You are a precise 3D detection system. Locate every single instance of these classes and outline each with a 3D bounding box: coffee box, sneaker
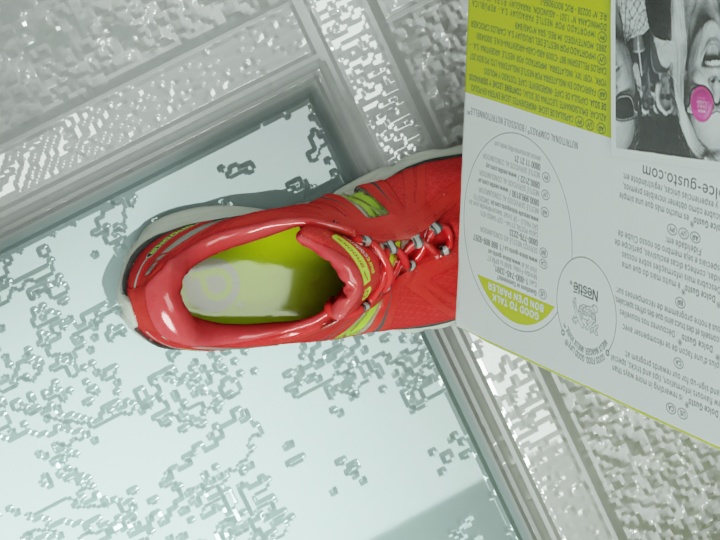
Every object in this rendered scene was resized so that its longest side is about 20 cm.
[{"bbox_3d":[0.172,-0.055,0.927,0.199,0.200,0.199,-7,106,-30],"label":"coffee box"},{"bbox_3d":[0.000,0.000,0.991,0.199,0.085,0.077,-15,99,-10],"label":"sneaker"}]
